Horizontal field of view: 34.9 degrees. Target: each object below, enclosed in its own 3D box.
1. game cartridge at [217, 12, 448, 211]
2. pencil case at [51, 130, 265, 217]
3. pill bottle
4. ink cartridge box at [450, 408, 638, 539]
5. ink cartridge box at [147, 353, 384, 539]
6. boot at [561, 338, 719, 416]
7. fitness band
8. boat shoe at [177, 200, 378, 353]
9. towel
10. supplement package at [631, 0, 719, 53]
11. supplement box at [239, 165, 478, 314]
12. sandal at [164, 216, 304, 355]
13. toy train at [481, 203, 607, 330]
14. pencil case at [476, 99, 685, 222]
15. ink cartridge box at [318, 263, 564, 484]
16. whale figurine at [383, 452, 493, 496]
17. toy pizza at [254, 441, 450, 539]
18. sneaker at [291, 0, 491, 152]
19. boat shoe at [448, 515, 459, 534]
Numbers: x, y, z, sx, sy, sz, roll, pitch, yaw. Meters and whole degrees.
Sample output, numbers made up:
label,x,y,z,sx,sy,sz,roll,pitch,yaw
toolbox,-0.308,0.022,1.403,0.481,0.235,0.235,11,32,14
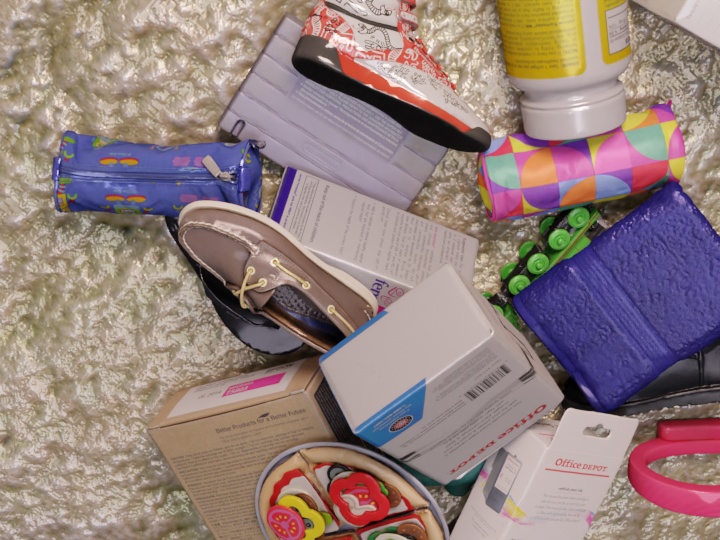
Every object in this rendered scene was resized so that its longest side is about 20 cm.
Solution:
label,x,y,z,sx,sy,sz,roll,pitch,yaw
game cartridge,-0.018,-0.140,1.088,0.199,0.038,0.130,32,103,-13
pencil case,-0.187,-0.087,1.062,0.198,0.087,0.079,3,85,4
pill bottle,0.180,-0.226,1.019,0.113,0.114,0.201,-10,111,2
ink cartridge box,0.180,0.213,1.135,0.117,0.067,0.201,14,107,-36
ink cartridge box,-0.088,0.186,1.154,0.199,0.075,0.166,-15,112,28
boot,0.292,0.053,1.153,0.198,0.076,0.169,-8,105,10
fitness band,0.374,0.203,1.175,0.198,0.144,0.038,-2,113,-1
boat shoe,-0.075,0.011,1.002,0.199,0.060,0.072,33,132,-15
towel,0.264,0.027,1.094,0.200,0.050,0.148,-38,92,21
supplement package,0.372,-0.248,0.998,0.199,0.151,0.152,26,108,-12
supplement box,0.000,0.000,1.085,0.199,0.104,0.102,19,133,-7
sandal,-0.127,0.011,1.135,0.076,0.043,0.201,-35,108,11
toy train,0.173,0.009,1.150,0.056,0.042,0.200,33,107,-24
pencil case,0.208,-0.103,1.087,0.198,0.088,0.089,-12,111,0
ink cartridge box,0.077,0.099,1.019,0.146,0.085,0.200,-37,147,8
whale figurine,0.066,0.181,1.177,0.199,0.104,0.160,-30,110,11
toy pizza,-0.012,0.251,1.100,0.199,0.032,0.202,9,122,15
sneaker,0.046,-0.192,1.034,0.200,0.067,0.109,25,77,-12
boat shoe,0.148,0.287,1.237,0.068,0.072,0.200,42,104,-15
